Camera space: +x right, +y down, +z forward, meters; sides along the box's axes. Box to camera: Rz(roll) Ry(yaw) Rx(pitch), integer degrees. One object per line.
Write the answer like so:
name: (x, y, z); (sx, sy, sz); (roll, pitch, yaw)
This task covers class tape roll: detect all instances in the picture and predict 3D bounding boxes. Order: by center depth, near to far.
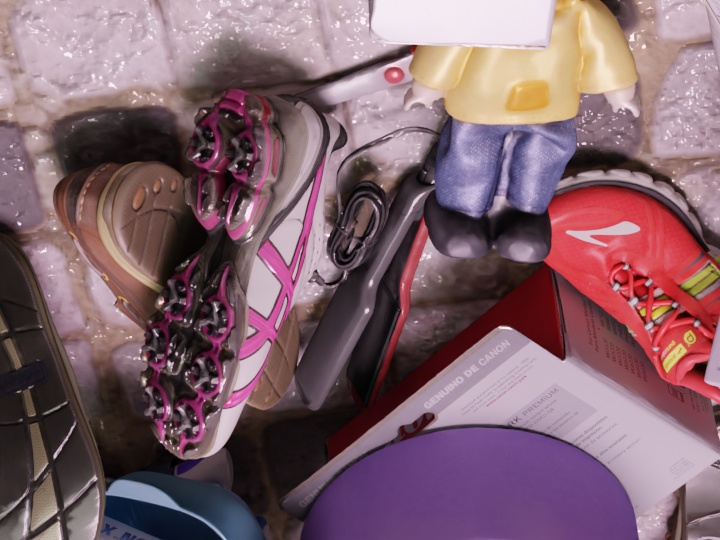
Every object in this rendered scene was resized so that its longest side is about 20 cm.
tape roll: (0.064, 0.188, 1.450); (0.198, 0.085, 0.201); (-2, 134, -2)

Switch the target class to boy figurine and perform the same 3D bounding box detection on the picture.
boy figurine: (0.087, -0.102, 1.301); (0.123, 0.065, 0.201); (6, 126, -8)

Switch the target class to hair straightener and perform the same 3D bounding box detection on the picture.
hair straightener: (0.000, 0.000, 1.413); (0.076, 0.041, 0.201); (1, 133, -28)

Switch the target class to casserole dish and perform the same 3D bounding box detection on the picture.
casserole dish: (-0.086, 0.188, 1.473); (0.120, 0.039, 0.201); (7, 131, 37)

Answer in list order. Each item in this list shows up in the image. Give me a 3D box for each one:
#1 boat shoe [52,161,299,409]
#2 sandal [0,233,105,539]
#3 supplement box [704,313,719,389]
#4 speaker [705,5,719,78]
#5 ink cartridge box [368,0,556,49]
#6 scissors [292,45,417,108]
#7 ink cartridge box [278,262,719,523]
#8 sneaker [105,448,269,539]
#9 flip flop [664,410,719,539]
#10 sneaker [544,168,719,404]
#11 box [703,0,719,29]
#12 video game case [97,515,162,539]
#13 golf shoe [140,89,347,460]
boat shoe: (-0.100, 0.005, 1.421); (0.067, 0.072, 0.200); (9, 151, 38)
sandal: (-0.186, 0.077, 1.433); (0.079, 0.057, 0.203); (-11, 87, 8)
supplement box: (0.241, 0.023, 1.335); (0.060, 0.110, 0.200); (14, 178, 22)
speaker: (0.200, -0.171, 1.251); (0.081, 0.082, 0.201); (-11, 130, 9)
ink cartridge box: (0.046, -0.213, 1.131); (0.083, 0.201, 0.145); (3, 132, -3)
scissors: (0.032, -0.104, 1.352); (0.199, 0.014, 0.073); (-31, 127, 22)
ink cartridge box: (0.076, 0.094, 1.478); (0.175, 0.084, 0.200); (32, 124, -30)
sneaker: (-0.149, 0.135, 1.533); (0.146, 0.081, 0.200); (-42, 111, 13)
flip flop: (0.218, 0.168, 1.574); (0.080, 0.058, 0.201); (6, 116, 1)
sneaker: (0.172, 0.017, 1.414); (0.199, 0.085, 0.077); (34, 123, -27)
box: (0.258, -0.151, 1.186); (0.176, 0.097, 0.200); (-48, 136, -5)
video game case: (-0.081, 0.238, 1.464); (0.181, 0.022, 0.201); (18, 136, 32)
golf shoe: (-0.055, 0.007, 1.353); (0.092, 0.072, 0.201); (5, 106, -44)
